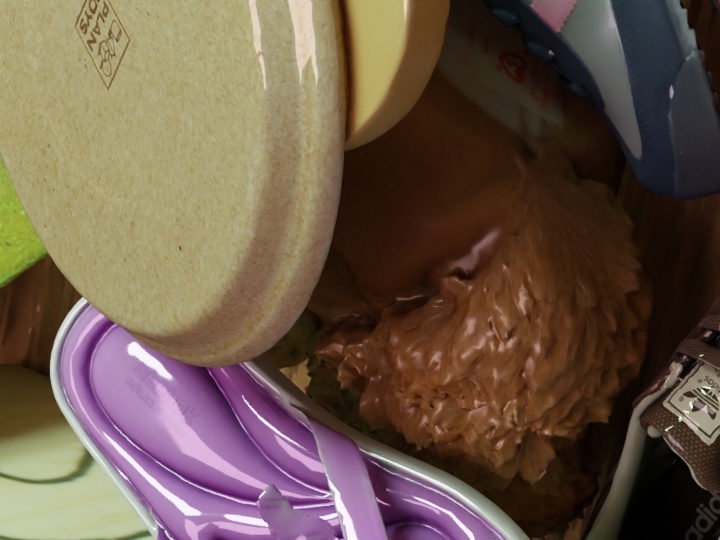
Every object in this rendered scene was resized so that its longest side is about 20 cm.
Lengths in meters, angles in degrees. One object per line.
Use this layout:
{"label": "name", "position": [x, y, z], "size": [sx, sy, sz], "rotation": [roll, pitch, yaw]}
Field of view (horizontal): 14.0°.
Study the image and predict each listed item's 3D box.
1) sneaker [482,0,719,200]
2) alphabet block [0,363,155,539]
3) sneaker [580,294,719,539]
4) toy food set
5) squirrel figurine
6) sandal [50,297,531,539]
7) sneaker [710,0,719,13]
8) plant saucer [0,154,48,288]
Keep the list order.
{"label": "sneaker", "position": [0.036, -0.100, 0.851], "size": [0.082, 0.070, 0.200], "rotation": [-28, 93, -3]}
{"label": "alphabet block", "position": [-0.141, 0.161, 1.016], "size": [0.195, 0.200, 0.197], "rotation": [22, 110, 34]}
{"label": "sneaker", "position": [0.126, 0.034, 0.859], "size": [0.070, 0.075, 0.200], "rotation": [40, 120, 28]}
{"label": "toy food set", "position": [-0.054, -0.073, 0.828], "size": [0.198, 0.049, 0.200], "rotation": [50, 140, 36]}
{"label": "squirrel figurine", "position": [0.000, 0.000, 0.922], "size": [0.187, 0.141, 0.200], "rotation": [-42, 68, 42]}
{"label": "sandal", "position": [-0.026, 0.074, 0.852], "size": [0.203, 0.050, 0.083], "rotation": [36, 99, 27]}
{"label": "sneaker", "position": [0.098, -0.139, 0.859], "size": [0.200, 0.081, 0.075], "rotation": [66, 156, 20]}
{"label": "plant saucer", "position": [-0.216, -0.012, 1.047], "size": [0.200, 0.200, 0.048], "rotation": [4, 120, 39]}
